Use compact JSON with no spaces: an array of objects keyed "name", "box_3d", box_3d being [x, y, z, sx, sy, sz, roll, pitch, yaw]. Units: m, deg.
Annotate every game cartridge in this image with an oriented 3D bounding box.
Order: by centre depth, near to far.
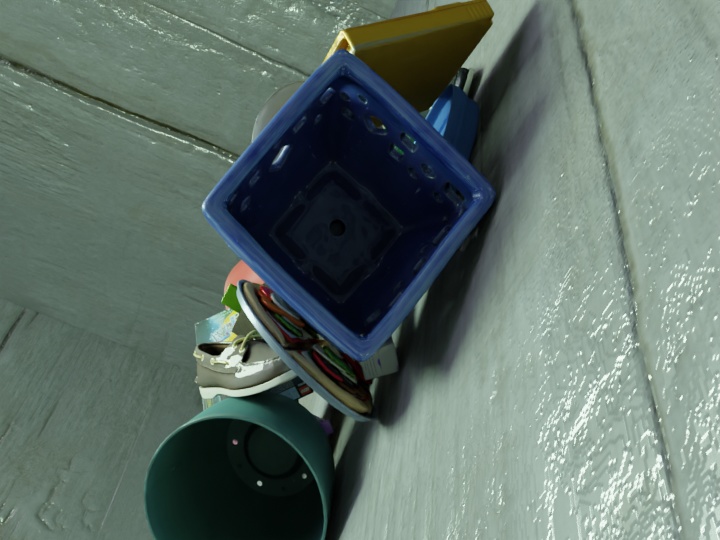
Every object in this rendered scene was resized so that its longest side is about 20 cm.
[{"name":"game cartridge","box_3d":[0.032,-0.207,0.970,0.198,0.033,0.176,-24,-14,-34]}]

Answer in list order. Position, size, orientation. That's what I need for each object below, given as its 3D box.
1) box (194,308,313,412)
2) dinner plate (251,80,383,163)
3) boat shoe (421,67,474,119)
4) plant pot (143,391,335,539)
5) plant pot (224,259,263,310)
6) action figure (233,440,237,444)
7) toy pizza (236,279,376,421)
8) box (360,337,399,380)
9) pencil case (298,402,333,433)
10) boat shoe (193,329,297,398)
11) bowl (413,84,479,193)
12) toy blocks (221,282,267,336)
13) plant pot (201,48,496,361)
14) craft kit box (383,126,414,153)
[{"name":"box","box_3d":[-0.144,0.112,1.209,0.134,0.038,0.201,-25,34,2]},{"name":"dinner plate","box_3d":[-0.030,-0.121,1.032,0.024,0.198,0.203,-25,40,51]},{"name":"boat shoe","box_3d":[0.090,-0.220,1.177,0.199,0.065,0.076,178,114,-82]},{"name":"plant pot","box_3d":[-0.115,0.228,1.018,0.161,0.197,0.204,-47,-18,-74]},{"name":"plant pot","box_3d":[-0.107,0.019,1.531,0.178,0.198,0.203,-47,21,43]},{"name":"action figure","box_3d":[-0.195,0.282,1.229,0.134,0.146,0.204,128,141,-49]},{"name":"toy pizza","box_3d":[-0.049,0.075,0.951,0.032,0.200,0.200,-45,10,5]},{"name":"box","box_3d":[0.002,0.034,1.005,0.201,0.038,0.042,-106,1,-54]},{"name":"pencil case","box_3d":[-0.116,0.181,1.208,0.085,0.085,0.199,-40,39,-13]},{"name":"boat shoe","box_3d":[-0.127,0.100,1.014,0.199,0.071,0.061,-15,94,55]},{"name":"bowl","box_3d":[0.081,-0.110,1.059,0.201,0.039,0.204,-158,89,-82]},{"name":"toy blocks","box_3d":[-0.063,0.072,1.126,0.101,0.197,0.137,-61,-5,16]},{"name":"plant pot","box_3d":[-0.016,-0.047,0.874,0.201,0.199,0.180,-49,-1,-11]},{"name":"craft kit box","box_3d":[0.031,-0.137,1.463,0.198,0.048,0.204,-125,56,-78]}]
